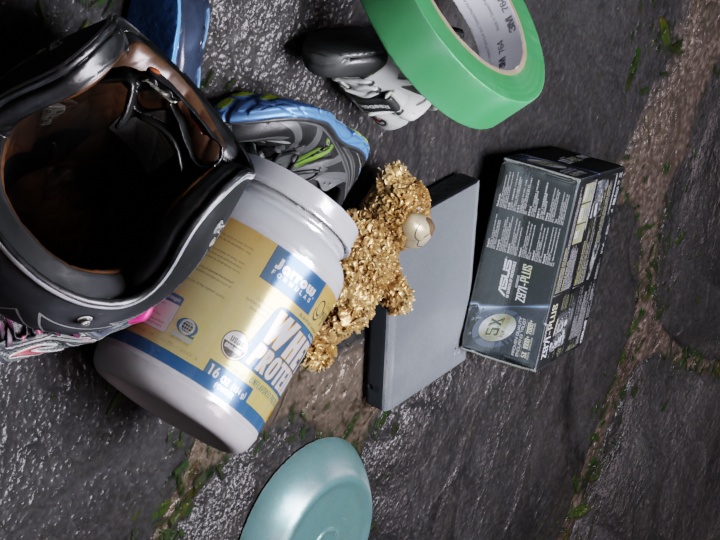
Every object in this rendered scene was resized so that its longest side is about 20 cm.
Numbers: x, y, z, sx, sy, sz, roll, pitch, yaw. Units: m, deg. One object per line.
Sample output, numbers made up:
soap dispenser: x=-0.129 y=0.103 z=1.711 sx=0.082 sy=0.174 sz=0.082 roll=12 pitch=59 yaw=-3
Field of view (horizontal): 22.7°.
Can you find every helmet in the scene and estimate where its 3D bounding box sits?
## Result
helmet: x=-0.184 y=-0.054 z=1.192 sx=0.190 sy=0.201 sz=0.200 roll=-42 pitch=147 yaw=6

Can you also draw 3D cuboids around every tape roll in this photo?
tape roll: x=0.075 y=-0.216 z=1.496 sx=0.200 sy=0.048 sz=0.202 roll=36 pitch=38 yaw=-34

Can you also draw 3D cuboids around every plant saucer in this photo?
plant saucer: x=-0.045 y=0.261 z=1.728 sx=0.199 sy=0.036 sz=0.202 roll=-34 pitch=135 yaw=-42

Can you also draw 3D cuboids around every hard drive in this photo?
hard drive: x=0.059 y=0.020 z=1.744 sx=0.139 sy=0.033 sz=0.202 roll=-29 pitch=131 yaw=-45

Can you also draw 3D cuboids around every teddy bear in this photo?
teddy bear: x=0.000 y=0.000 z=1.586 sx=0.199 sy=0.066 sz=0.146 roll=-36 pitch=123 yaw=-25

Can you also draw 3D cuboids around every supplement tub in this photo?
supplement tub: x=-0.102 y=0.025 z=1.402 sx=0.201 sy=0.144 sz=0.145 roll=-60 pitch=147 yaw=-13

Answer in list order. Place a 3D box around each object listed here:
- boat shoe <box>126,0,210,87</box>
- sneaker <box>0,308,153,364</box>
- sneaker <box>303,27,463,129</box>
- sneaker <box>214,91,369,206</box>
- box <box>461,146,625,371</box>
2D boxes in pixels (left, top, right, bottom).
boat shoe: x=-0.143 y=-0.112 z=1.323 sx=0.068 sy=0.084 sz=0.202 roll=3 pitch=108 yaw=-60
sneaker: x=-0.232 y=0.025 z=1.276 sx=0.199 sy=0.074 sz=0.082 roll=-25 pitch=128 yaw=-47
sneaker: x=0.021 y=-0.161 z=1.530 sx=0.199 sy=0.074 sz=0.090 roll=-11 pitch=115 yaw=-52
sneaker: x=-0.055 y=-0.094 z=1.471 sx=0.199 sy=0.070 sz=0.084 roll=23 pitch=83 yaw=-61
box: x=0.188 y=-0.015 z=1.835 sx=0.163 sy=0.085 sz=0.202 roll=-20 pitch=124 yaw=-65
